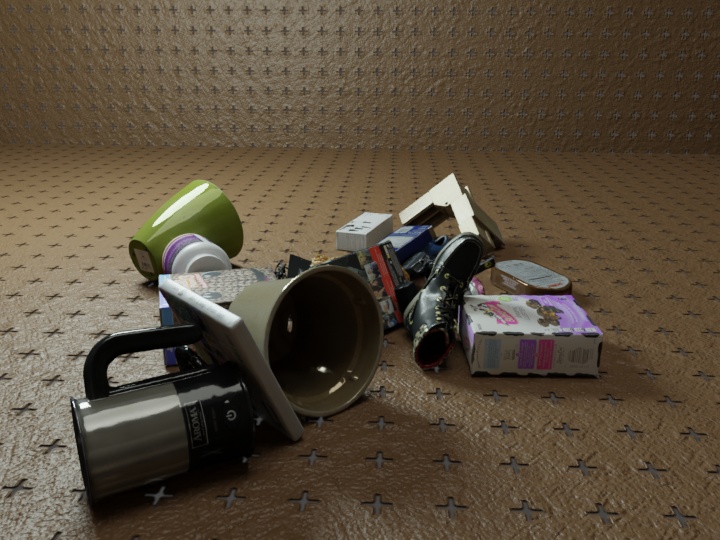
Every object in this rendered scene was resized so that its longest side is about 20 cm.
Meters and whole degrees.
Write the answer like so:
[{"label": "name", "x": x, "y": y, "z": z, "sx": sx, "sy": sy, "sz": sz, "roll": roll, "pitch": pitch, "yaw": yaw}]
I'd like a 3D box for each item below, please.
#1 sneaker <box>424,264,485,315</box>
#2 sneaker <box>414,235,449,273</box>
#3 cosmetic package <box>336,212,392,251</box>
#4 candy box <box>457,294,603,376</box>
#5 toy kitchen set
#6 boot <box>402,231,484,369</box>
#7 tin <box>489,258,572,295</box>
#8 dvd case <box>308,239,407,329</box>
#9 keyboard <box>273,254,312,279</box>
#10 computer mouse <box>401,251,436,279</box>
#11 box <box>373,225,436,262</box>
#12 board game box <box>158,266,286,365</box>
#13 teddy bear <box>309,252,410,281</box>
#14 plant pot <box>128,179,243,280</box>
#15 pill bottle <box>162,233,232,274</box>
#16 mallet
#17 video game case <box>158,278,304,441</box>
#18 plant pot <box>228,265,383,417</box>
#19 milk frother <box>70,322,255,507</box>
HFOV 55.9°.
[{"label": "sneaker", "x": 0.160, "y": 0.031, "z": 1.293, "sx": 0.085, "sy": 0.082, "sz": 0.200, "roll": -16, "pitch": 17, "yaw": -14}, {"label": "sneaker", "x": 0.118, "y": -0.031, "z": 1.467, "sx": 0.198, "sy": 0.080, "sz": 0.066, "roll": -16, "pitch": 27, "yaw": -36}, {"label": "cosmetic package", "x": 0.013, "y": -0.099, "z": 1.704, "sx": 0.081, "sy": 0.052, "sz": 0.200, "roll": 8, "pitch": 20, "yaw": 19}, {"label": "candy box", "x": 0.264, "y": 0.100, "z": 1.094, "sx": 0.196, "sy": 0.073, "sz": 0.168, "roll": 0, "pitch": 19, "yaw": 0}, {"label": "toy kitchen set", "x": 0.232, "y": -0.083, "z": 1.662, "sx": 0.162, "sy": 0.179, "sz": 0.202, "roll": 32, "pitch": 32, "yaw": -43}, {"label": "boot", "x": 0.141, "y": 0.049, "z": 1.084, "sx": 0.073, "sy": 0.205, "sz": 0.154, "roll": 29, "pitch": 19, "yaw": -12}, {"label": "tin", "x": 0.345, "y": 0.020, "z": 1.387, "sx": 0.110, "sy": 0.043, "sz": 0.200, "roll": -13, "pitch": 23, "yaw": -23}, {"label": "dvd case", "x": 0.011, "y": 0.038, "z": 1.176, "sx": 0.022, "sy": 0.148, "sz": 0.199, "roll": -23, "pitch": -2, "yaw": 44}, {"label": "keyboard", "x": -0.121, "y": 0.018, "z": 1.303, "sx": 0.103, "sy": 0.040, "sz": 0.200, "roll": 21, "pitch": 14, "yaw": -9}, {"label": "computer mouse", "x": 0.134, "y": -0.011, "z": 1.324, "sx": 0.059, "sy": 0.034, "sz": 0.199, "roll": -42, "pitch": 13, "yaw": -23}, {"label": "box", "x": 0.052, "y": -0.033, "z": 1.434, "sx": 0.199, "sy": 0.033, "sz": 0.121, "roll": -33, "pitch": 17, "yaw": -22}, {"label": "board game box", "x": -0.232, "y": 0.070, "z": 1.133, "sx": 0.196, "sy": 0.099, "sz": 0.159, "roll": -5, "pitch": 19, "yaw": -16}, {"label": "teddy bear", "x": 0.000, "y": 0.000, "z": 1.282, "sx": 0.197, "sy": 0.068, "sz": 0.145, "roll": 12, "pitch": 9, "yaw": 13}, {"label": "plant pot", "x": -0.383, "y": -0.066, "z": 1.443, "sx": 0.185, "sy": 0.190, "sz": 0.200, "roll": 13, "pitch": 36, "yaw": 34}, {"label": "pill bottle", "x": -0.309, "y": -0.004, "z": 1.287, "sx": 0.111, "sy": 0.115, "sz": 0.200, "roll": -7, "pitch": 12, "yaw": -22}, {"label": "mallet", "x": 0.149, "y": 0.014, "z": 1.209, "sx": 0.198, "sy": 0.067, "sz": 0.041, "roll": -32, "pitch": 10, "yaw": -12}, {"label": "video game case", "x": -0.166, "y": 0.113, "z": 0.869, "sx": 0.024, "sy": 0.202, "sz": 0.181, "roll": -41, "pitch": 39, "yaw": -26}, {"label": "plant pot", "x": -0.098, "y": 0.089, "z": 0.977, "sx": 0.198, "sy": 0.204, "sz": 0.182, "roll": -14, "pitch": 12, "yaw": -37}, {"label": "milk frother", "x": -0.249, "y": 0.172, "z": 0.823, "sx": 0.185, "sy": 0.183, "sz": 0.200, "roll": -9, "pitch": -22, "yaw": -27}]
